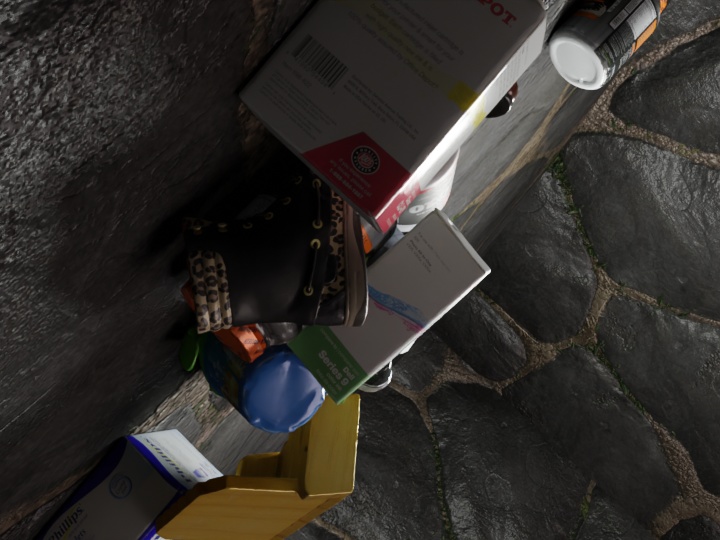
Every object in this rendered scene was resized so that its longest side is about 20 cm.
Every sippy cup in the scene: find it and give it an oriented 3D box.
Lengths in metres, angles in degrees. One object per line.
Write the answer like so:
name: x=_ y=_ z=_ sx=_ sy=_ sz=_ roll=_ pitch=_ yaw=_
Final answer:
sippy cup: x=-0.101 y=0.109 z=0.998 sx=0.175 sy=0.142 sz=0.130 roll=-20 pitch=-156 yaw=-14

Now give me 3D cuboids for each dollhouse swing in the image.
dollhouse swing: x=-0.129 y=0.232 z=1.087 sx=0.200 sy=0.174 sz=0.184 roll=-44 pitch=-149 yaw=43

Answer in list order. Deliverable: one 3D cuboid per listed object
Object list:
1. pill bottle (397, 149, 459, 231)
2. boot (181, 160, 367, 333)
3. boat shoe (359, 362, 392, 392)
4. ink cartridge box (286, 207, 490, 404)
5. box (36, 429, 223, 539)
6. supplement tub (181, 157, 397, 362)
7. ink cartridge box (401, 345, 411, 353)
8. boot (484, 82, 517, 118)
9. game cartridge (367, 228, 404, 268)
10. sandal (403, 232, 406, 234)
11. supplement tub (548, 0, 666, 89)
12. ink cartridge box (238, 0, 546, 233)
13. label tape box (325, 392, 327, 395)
pill bottle: x=0.053 y=-0.118 z=1.045 sx=0.114 sy=0.114 sz=0.200 roll=-47 pitch=170 yaw=-8
boot: x=-0.078 y=-0.043 z=0.774 sx=0.148 sy=0.204 sz=0.073 roll=-7 pitch=170 yaw=-11
boat shoe: x=-0.047 y=0.078 z=1.104 sx=0.069 sy=0.198 sz=0.057 roll=-59 pitch=173 yaw=-30
ink cartridge box: x=0.035 y=0.034 z=0.937 sx=0.200 sy=0.088 sz=0.145 roll=-43 pitch=174 yaw=8
box: x=-0.293 y=0.311 z=1.171 sx=0.184 sy=0.105 sz=0.200 roll=-49 pitch=170 yaw=-1
supplement tub: x=-0.068 y=-0.017 z=0.867 sx=0.200 sy=0.122 sz=0.123 roll=-46 pitch=170 yaw=-17
ink cartridge box: x=0.068 y=0.013 z=1.457 sx=0.201 sy=0.146 sz=0.083 roll=-56 pitch=170 yaw=5
boot: x=0.132 y=-0.241 z=0.810 sx=0.200 sy=0.068 sz=0.188 roll=-48 pitch=-149 yaw=1
game cartridge: x=0.000 y=0.000 z=1.073 sx=0.133 sy=0.041 sz=0.200 roll=-42 pitch=174 yaw=6
sandal: x=0.088 y=-0.135 z=1.340 sx=0.082 sy=0.054 sz=0.202 roll=-45 pitch=157 yaw=-56
supplement tub: x=0.421 y=-0.413 z=1.527 sx=0.200 sy=0.122 sz=0.123 roll=-46 pitch=170 yaw=-17
ink cartridge box: x=0.028 y=-0.154 z=0.702 sx=0.200 sy=0.145 sz=0.083 roll=-48 pitch=169 yaw=0
label tape box: x=-0.096 y=0.132 z=1.220 sx=0.064 sy=0.143 sz=0.200 roll=-62 pitch=173 yaw=-16
